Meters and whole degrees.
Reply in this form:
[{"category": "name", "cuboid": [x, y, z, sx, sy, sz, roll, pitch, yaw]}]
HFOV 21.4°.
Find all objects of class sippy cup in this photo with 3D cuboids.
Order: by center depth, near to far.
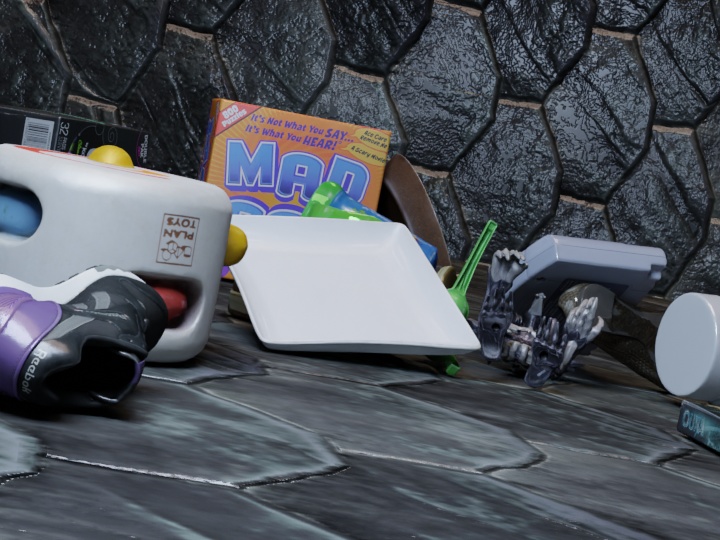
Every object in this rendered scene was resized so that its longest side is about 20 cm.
[{"category": "sippy cup", "cuboid": [0.000, 0.000, 1.827, 0.130, 0.140, 0.178, 22, 14, 8]}]

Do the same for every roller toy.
[{"category": "roller toy", "cuboid": [-0.184, -0.018, 1.346, 0.199, 0.140, 0.182, 12, 4, 0]}]

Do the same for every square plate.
[{"category": "square plate", "cuboid": [-0.021, 0.016, 1.632, 0.198, 0.029, 0.200, 2, 32, -23]}]

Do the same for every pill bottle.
[{"category": "pill bottle", "cuboid": [0.379, 0.081, 1.754, 0.200, 0.114, 0.114, 10, 3, -25]}]

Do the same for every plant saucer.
[{"category": "plant saucer", "cuboid": [0.059, -0.035, 2.206, 0.034, 0.201, 0.200, -19, 9, -9]}]

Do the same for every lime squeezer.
[{"category": "lime squeezer", "cuboid": [0.081, 0.036, 1.691, 0.038, 0.071, 0.200, 19, 42, 0]}]

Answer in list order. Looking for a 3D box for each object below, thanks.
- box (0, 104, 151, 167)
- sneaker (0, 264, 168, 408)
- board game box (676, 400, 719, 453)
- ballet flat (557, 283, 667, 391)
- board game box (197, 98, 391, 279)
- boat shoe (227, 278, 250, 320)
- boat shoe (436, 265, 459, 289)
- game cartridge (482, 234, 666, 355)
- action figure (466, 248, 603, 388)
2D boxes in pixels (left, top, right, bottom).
[{"category": "box", "cuboid": [-0.337, -0.098, 2.083, 0.124, 0.149, 0.200, 11, 3, 22]}, {"category": "sneaker", "cuboid": [-0.152, 0.050, 1.081, 0.087, 0.076, 0.200, 28, 13, 21]}, {"category": "board game box", "cuboid": [0.331, 0.135, 1.418, 0.135, 0.028, 0.200, 11, 3, -10]}, {"category": "ballet flat", "cuboid": [0.254, 0.064, 1.811, 0.046, 0.068, 0.200, -11, -29, 44]}, {"category": "board game box", "cuboid": [-0.091, -0.085, 2.233, 0.199, 0.201, 0.200, 10, 4, -8]}, {"category": "boat shoe", "cuboid": [-0.037, 0.021, 1.709, 0.202, 0.075, 0.075, 14, 4, 35]}, {"category": "boat shoe", "cuboid": [0.072, 0.030, 2.037, 0.066, 0.072, 0.201, 3, 0, 7]}, {"category": "game cartridge", "cuboid": [0.194, 0.026, 1.835, 0.133, 0.041, 0.200, 3, -28, -18]}, {"category": "action figure", "cuboid": [0.155, 0.047, 1.703, 0.119, 0.102, 0.200, 26, 5, 5]}]
